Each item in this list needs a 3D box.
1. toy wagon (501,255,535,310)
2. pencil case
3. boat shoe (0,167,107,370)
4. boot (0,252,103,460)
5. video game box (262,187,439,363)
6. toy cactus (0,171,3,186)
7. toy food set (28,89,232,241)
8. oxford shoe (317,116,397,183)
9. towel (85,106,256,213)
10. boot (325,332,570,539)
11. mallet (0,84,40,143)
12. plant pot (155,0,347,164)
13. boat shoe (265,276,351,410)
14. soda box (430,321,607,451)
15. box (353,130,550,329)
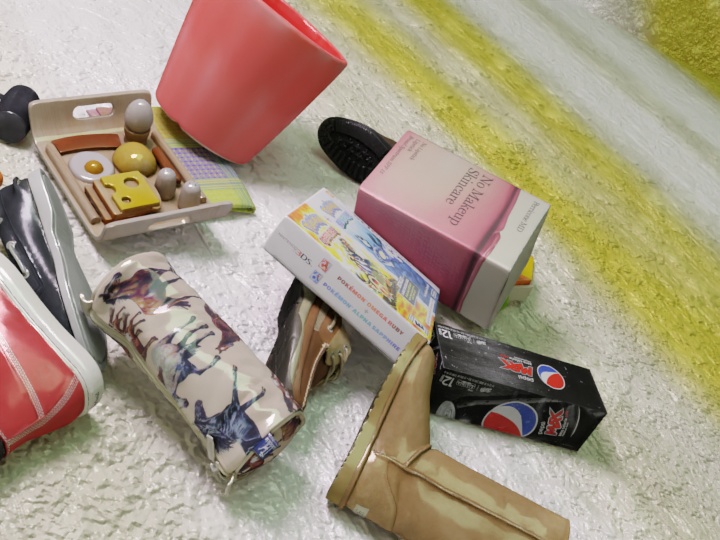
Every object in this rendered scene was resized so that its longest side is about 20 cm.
[{"bbox_3d":[0.135,-0.030,1.095,0.197,0.040,0.156,28,32,-2],"label":"toy wagon"},{"bbox_3d":[-0.137,0.077,0.681,0.200,0.078,0.089,46,45,8],"label":"pencil case"},{"bbox_3d":[-0.271,0.007,0.723,0.059,0.076,0.202,-24,61,-5],"label":"boat shoe"},{"bbox_3d":[-0.307,0.058,0.619,0.199,0.073,0.144,41,36,12],"label":"boot"},{"bbox_3d":[0.000,0.000,0.870,0.181,0.047,0.200,39,15,-2],"label":"video game box"},{"bbox_3d":[-0.387,-0.064,0.675,0.197,0.103,0.166,13,53,33],"label":"toy cactus"},{"bbox_3d":[-0.241,-0.117,0.877,0.141,0.061,0.201,-15,52,-38],"label":"toy food set"},{"bbox_3d":[0.030,-0.153,1.172,0.197,0.074,0.085,28,16,-4],"label":"oxford shoe"},{"bbox_3d":[-0.221,-0.131,0.983,0.142,0.023,0.201,-9,49,-44],"label":"towel"},{"bbox_3d":[0.089,0.175,0.723,0.197,0.066,0.177,29,69,4],"label":"boot"},{"bbox_3d":[-0.421,-0.204,0.857,0.199,0.041,0.067,34,30,-35],"label":"mallet"},{"bbox_3d":[-0.143,-0.243,1.015,0.199,0.178,0.201,37,16,-12],"label":"plant pot"},{"bbox_3d":[-0.043,0.069,0.797,0.073,0.076,0.202,26,32,-12],"label":"boat shoe"},{"bbox_3d":[0.154,0.124,0.878,0.196,0.064,0.071,17,35,-17],"label":"soda box"},{"bbox_3d":[0.101,-0.051,0.985,0.197,0.110,0.128,29,52,14],"label":"box"}]
